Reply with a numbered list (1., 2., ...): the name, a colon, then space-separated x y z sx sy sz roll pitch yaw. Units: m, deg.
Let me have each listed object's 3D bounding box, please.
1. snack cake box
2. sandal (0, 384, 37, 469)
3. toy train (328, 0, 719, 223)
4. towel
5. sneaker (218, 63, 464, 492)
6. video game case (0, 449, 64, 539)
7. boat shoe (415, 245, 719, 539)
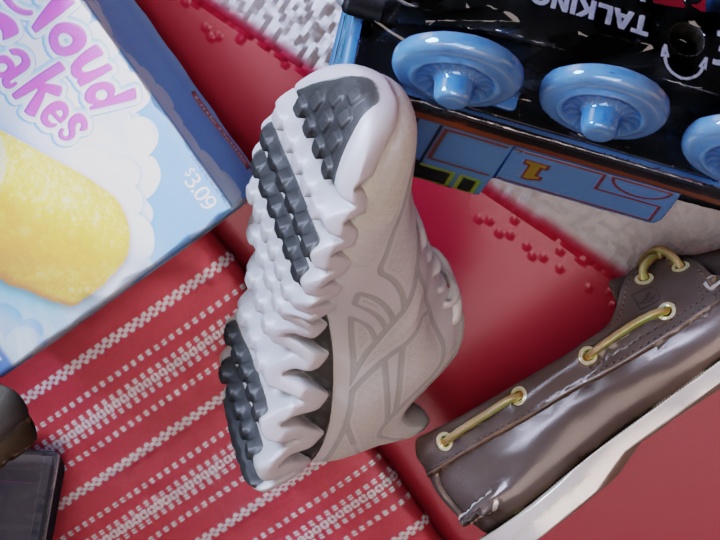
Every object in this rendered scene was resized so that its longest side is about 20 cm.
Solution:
1. snack cake box: -0.141 -0.076 1.014 0.115 0.067 0.200 -35 93 13
2. sandal: -0.201 0.043 1.020 0.200 0.082 0.055 10 129 47
3. toy train: 0.081 -0.070 0.978 0.200 0.114 0.087 15 67 -7
4. towel: -0.065 0.089 1.086 0.145 0.022 0.200 -34 100 13
5. sneaker: 0.000 0.000 0.986 0.081 0.075 0.200 -5 142 -16
6. video game case: -0.197 0.155 1.026 0.143 0.019 0.200 4 62 5
7. boat shoe: 0.110 0.028 1.029 0.200 0.072 0.060 -40 83 8
